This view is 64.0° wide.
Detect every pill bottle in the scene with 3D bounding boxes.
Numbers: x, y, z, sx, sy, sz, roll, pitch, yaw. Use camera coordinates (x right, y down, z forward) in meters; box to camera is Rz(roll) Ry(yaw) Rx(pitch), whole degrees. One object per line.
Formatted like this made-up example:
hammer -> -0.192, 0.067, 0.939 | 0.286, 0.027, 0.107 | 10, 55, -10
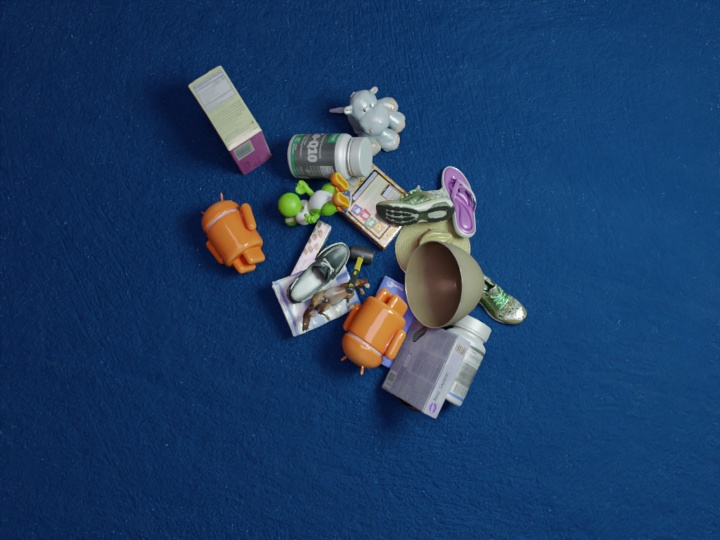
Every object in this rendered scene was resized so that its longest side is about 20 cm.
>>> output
pill bottle -> 0.235, 0.214, 1.403 | 0.112, 0.114, 0.203 | 27, 82, 4
pill bottle -> -0.076, -0.288, 1.457 | 0.196, 0.113, 0.116 | 4, 80, 21

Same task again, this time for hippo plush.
hippo plush -> 0.034, -0.411, 1.479 | 0.158, 0.161, 0.201 | -36, 83, -5

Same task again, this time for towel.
towel -> -0.109, 0.062, 1.447 | 0.197, 0.024, 0.150 | -23, 94, -14

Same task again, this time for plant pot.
plant pot -> 0.218, 0.030, 1.374 | 0.132, 0.199, 0.205 | -2, 79, -35

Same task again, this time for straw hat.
straw hat -> 0.189, -0.063, 1.461 | 0.196, 0.085, 0.206 | 0, 80, 1

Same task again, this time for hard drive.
hard drive -> 0.076, 0.134, 1.460 | 0.130, 0.025, 0.203 | 26, 82, 4

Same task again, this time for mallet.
mallet -> 0.000, 0.000, 1.414 | 0.064, 0.201, 0.042 | 11, 121, -3

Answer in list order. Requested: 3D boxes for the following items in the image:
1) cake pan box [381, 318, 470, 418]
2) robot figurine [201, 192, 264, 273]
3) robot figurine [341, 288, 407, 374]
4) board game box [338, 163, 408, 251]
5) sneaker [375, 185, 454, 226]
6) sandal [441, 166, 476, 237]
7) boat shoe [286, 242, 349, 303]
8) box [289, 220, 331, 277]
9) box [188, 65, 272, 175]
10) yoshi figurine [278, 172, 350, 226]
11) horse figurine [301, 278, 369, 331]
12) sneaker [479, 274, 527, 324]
cake pan box -> 0.149, 0.228, 1.357 | 0.052, 0.183, 0.203 | 31, 80, -27
robot figurine -> -0.322, -0.092, 1.453 | 0.116, 0.144, 0.202 | -32, 81, -27
robot figurine -> 0.030, 0.146, 1.382 | 0.143, 0.117, 0.202 | 33, 82, 0
board game box -> 0.033, -0.175, 1.499 | 0.199, 0.046, 0.152 | 41, 83, 6
sneaker -> 0.135, -0.170, 1.448 | 0.195, 0.078, 0.090 | -2, 55, -4
sandal -> 0.264, -0.184, 1.480 | 0.081, 0.050, 0.207 | -2, 68, -22
boat shoe -> -0.098, 0.008, 1.408 | 0.076, 0.060, 0.200 | 44, 79, -9
box -> -0.135, -0.030, 1.480 | 0.038, 0.041, 0.203 | 26, 81, 3
box -> -0.327, -0.376, 1.467 | 0.096, 0.176, 0.202 | -32, 82, -5
yoshi figurine -> -0.129, -0.170, 1.436 | 0.197, 0.112, 0.113 | -21, 104, 31
horse figurine -> -0.064, 0.072, 1.398 | 0.197, 0.133, 0.051 | -27, 110, -1
sneaker -> 0.332, 0.065, 1.438 | 0.198, 0.089, 0.078 | 35, 82, 5
